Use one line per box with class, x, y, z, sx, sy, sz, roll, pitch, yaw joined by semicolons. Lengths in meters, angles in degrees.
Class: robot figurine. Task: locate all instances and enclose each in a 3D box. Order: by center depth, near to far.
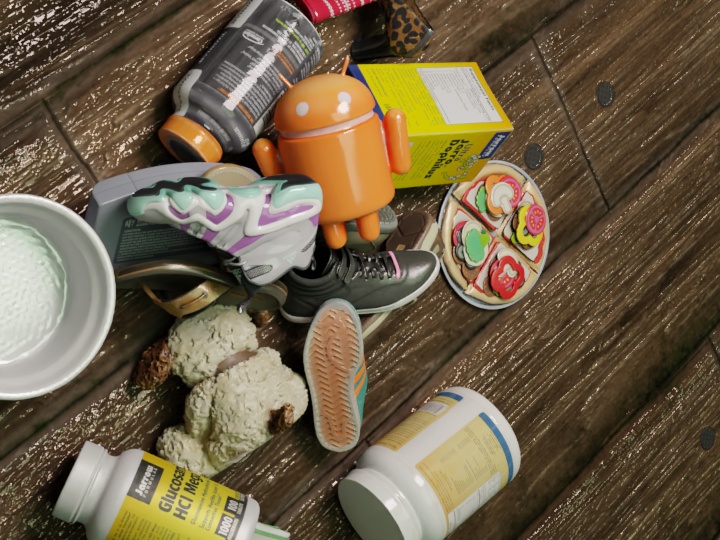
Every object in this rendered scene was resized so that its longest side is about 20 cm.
robot figurine;-0.031;-0.127;1.361;0.117;0.144;0.200;-31;115;-45

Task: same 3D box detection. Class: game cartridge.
game cartridge;-0.204;-0.056;1.341;0.200;0.041;0.133;-9;142;-34

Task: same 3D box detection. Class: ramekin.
ramekin;-0.356;0.023;1.239;0.200;0.098;0.201;-2;95;-31

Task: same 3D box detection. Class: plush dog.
plush dog;-0.150;0.117;1.383;0.200;0.160;0.172;-32;87;-29

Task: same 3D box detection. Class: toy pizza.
toy pizza;0.186;-0.047;1.664;0.200;0.032;0.201;-3;95;-35

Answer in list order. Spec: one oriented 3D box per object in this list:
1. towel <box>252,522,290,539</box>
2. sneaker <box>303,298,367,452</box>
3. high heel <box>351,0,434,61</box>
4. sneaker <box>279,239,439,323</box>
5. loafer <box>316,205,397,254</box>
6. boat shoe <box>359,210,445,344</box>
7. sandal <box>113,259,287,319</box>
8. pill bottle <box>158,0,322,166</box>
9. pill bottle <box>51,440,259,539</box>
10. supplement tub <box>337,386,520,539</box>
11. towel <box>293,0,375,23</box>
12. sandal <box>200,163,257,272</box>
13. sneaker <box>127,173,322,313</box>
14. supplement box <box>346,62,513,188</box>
towel;-0.172;0.381;1.444;0.152;0.023;0.200;26;78;-34
sneaker;-0.028;0.113;1.478;0.071;0.080;0.200;3;118;4
high heel;0.058;-0.348;1.486;0.071;0.142;0.200;13;86;-35
sneaker;0.000;0.000;1.453;0.200;0.099;0.071;-14;59;-8
loafer;-0.055;-0.052;1.465;0.200;0.075;0.070;9;126;-22
boat shoe;0.044;0.025;1.546;0.202;0.075;0.075;-53;133;-15
sandal;-0.174;0.028;1.335;0.200;0.082;0.055;12;70;-28
pill bottle;-0.138;-0.203;1.380;0.106;0.106;0.200;47;67;-28
pill bottle;-0.218;0.259;1.319;0.200;0.112;0.113;25;78;-8
supplement tub;0.085;0.253;1.543;0.200;0.145;0.145;-34;111;-28
towel;-0.016;-0.368;1.447;0.200;0.022;0.145;-28;67;-26
sandal;-0.123;-0.024;1.356;0.078;0.070;0.212;-24;145;-15
sneaker;-0.136;-0.023;1.273;0.200;0.078;0.140;-2;107;-12
supplement box;0.063;-0.174;1.499;0.200;0.110;0.109;-7;60;-34
